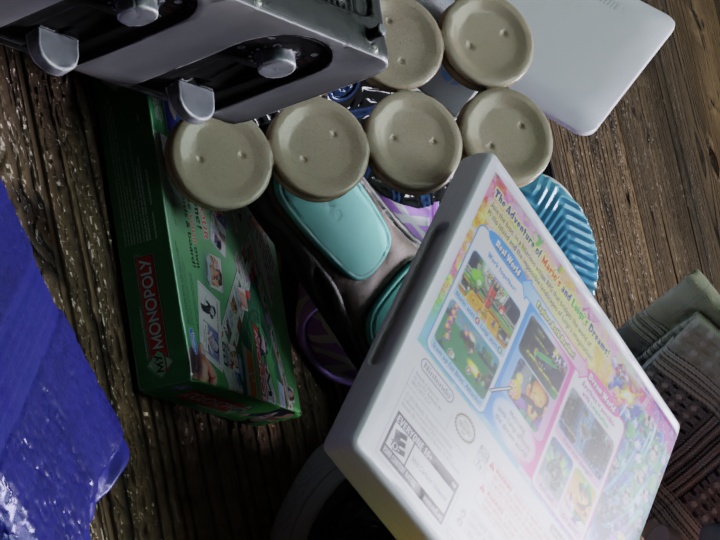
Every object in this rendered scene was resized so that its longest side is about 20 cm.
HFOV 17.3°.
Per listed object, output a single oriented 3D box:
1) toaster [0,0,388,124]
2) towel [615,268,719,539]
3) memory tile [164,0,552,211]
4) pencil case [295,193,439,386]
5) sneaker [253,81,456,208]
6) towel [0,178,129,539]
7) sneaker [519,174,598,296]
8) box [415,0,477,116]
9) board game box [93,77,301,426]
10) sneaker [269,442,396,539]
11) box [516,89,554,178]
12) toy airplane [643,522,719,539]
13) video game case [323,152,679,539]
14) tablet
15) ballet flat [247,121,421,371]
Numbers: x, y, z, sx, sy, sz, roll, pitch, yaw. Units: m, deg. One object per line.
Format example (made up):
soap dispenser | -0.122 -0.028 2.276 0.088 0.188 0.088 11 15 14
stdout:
toaster | -0.091 -0.173 0.999 0.181 0.119 0.201 16 59 -48
towel | 0.202 0.112 1.355 0.035 0.193 0.200 -36 83 -30
memory tile | -0.007 -0.106 1.129 0.017 0.200 0.154 143 -61 -62
pencil case | 0.011 -0.028 1.319 0.200 0.085 0.084 -88 158 -43
sneaker | -0.021 -0.091 1.229 0.077 0.076 0.200 45 9 36
towel | -0.152 0.025 0.867 0.148 0.049 0.200 -81 151 -64
sneaker | 0.081 0.019 1.289 0.200 0.076 0.081 88 -19 -45
box | -0.001 -0.159 1.259 0.156 0.041 0.200 37 10 -9
board game box | -0.080 -0.032 1.141 0.135 0.029 0.201 29 49 -67
sneaker | 0.038 0.127 1.213 0.076 0.114 0.200 -63 164 19
box | 0.083 -0.045 1.477 0.158 0.050 0.200 93 -7 -50
toy airplane | 0.167 0.228 1.324 0.141 0.199 0.201 12 75 -49
video game case | 0.073 0.078 1.108 0.200 0.024 0.182 53 46 -31
tablet | 0.084 -0.167 1.464 0.130 0.200 0.014 -50 165 -39
ballet flat | 0.000 0.000 1.187 0.068 0.068 0.200 -43 120 -19
